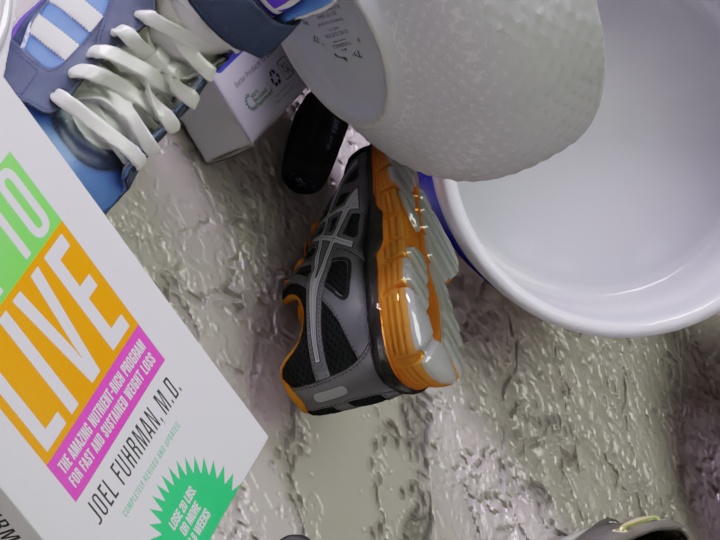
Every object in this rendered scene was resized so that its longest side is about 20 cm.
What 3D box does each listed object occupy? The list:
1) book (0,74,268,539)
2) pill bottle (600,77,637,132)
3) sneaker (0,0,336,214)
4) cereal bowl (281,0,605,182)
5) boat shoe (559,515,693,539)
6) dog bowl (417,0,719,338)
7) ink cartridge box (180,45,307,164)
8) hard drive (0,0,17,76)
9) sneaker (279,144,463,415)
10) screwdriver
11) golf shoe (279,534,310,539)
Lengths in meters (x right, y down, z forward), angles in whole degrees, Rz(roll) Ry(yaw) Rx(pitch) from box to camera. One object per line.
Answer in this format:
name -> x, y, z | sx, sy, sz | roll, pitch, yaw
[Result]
book -> -0.128, 0.038, 1.097 | 0.200, 0.048, 0.134 | 53, 37, -21
pill bottle -> 0.172, -0.066, 1.606 | 0.200, 0.113, 0.113 | 31, 47, -43
sneaker -> -0.080, -0.100, 1.203 | 0.081, 0.146, 0.200 | 44, 51, -28
cereal bowl -> 0.016, -0.123, 1.295 | 0.083, 0.200, 0.200 | -32, 100, -23
boat shoe -> 0.107, 0.175, 1.414 | 0.072, 0.060, 0.202 | 64, 32, -6
dog bowl -> 0.129, -0.070, 1.464 | 0.200, 0.200, 0.079 | 60, -5, -12
ink cartridge box -> -0.092, -0.157, 1.346 | 0.200, 0.037, 0.095 | 61, 34, -15
hard drive -> -0.202, -0.107, 1.153 | 0.140, 0.038, 0.200 | 39, 43, -37
sneaker -> 0.000, 0.000, 1.357 | 0.078, 0.077, 0.200 | 59, 15, -23
screwdriver -> -0.012, -0.112, 1.448 | 0.029, 0.028, 0.200 | 22, 45, -12
golf shoe -> 0.045, 0.165, 1.285 | 0.200, 0.073, 0.092 | 12, 58, -35
